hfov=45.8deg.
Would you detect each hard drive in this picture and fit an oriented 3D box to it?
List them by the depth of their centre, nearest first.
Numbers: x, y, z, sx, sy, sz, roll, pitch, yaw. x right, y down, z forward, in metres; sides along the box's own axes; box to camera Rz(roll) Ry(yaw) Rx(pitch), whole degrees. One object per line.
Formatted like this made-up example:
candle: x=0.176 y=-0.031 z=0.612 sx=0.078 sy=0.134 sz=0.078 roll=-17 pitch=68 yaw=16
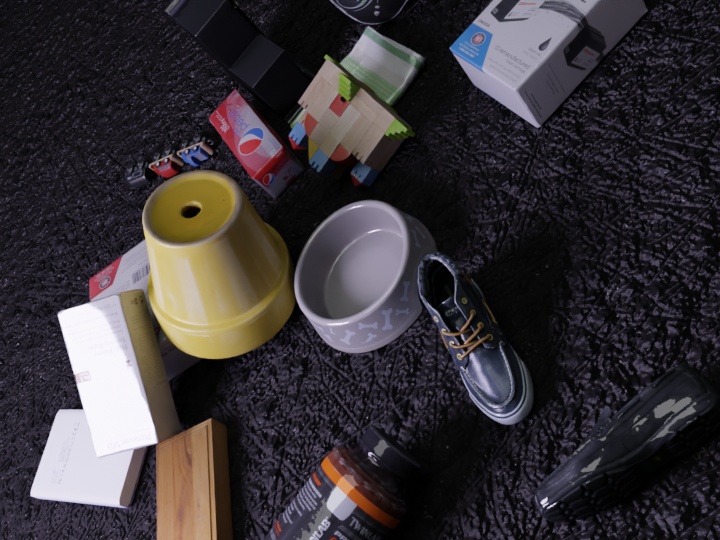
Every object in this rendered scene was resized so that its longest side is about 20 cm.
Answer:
hard drive: x=-0.389 y=0.269 z=1.236 sx=0.197 sy=0.025 sz=0.134 roll=-6 pitch=61 yaw=34

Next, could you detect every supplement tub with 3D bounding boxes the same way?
supplement tub: x=-0.022 y=0.266 z=0.910 sx=0.201 sy=0.107 sz=0.107 roll=-53 pitch=46 yaw=-2

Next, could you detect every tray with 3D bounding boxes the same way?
tray: x=-0.212 y=0.300 z=1.079 sx=0.098 sy=0.037 sz=0.202 roll=-27 pitch=50 yaw=21

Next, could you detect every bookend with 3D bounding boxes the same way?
bookend: x=-0.178 y=-0.349 z=1.335 sx=0.092 sy=0.200 sz=0.199 roll=-48 pitch=46 yaw=1

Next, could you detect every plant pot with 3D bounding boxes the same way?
plant pot: x=-0.194 y=-0.020 z=1.110 sx=0.197 sy=0.190 sz=0.203 roll=-5 pitch=51 yaw=6

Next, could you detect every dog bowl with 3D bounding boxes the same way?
dog bowl: x=0.000 y=0.000 z=1.089 sx=0.198 sy=0.059 sz=0.203 roll=-18 pitch=55 yaw=26

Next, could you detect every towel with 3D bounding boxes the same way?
towel: x=-0.009 y=-0.264 z=1.275 sx=0.201 sy=0.031 sz=0.149 roll=-50 pitch=45 yaw=1

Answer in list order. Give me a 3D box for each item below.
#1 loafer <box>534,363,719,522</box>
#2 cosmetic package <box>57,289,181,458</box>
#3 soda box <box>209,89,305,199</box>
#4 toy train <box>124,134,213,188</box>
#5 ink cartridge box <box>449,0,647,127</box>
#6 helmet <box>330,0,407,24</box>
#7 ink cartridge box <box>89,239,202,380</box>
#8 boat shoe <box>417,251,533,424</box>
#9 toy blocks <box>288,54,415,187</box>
loafer: x=0.246 y=0.164 z=0.804 sx=0.199 sy=0.068 sz=0.071 roll=-37 pitch=40 yaw=6
cosmetic package: x=-0.320 y=0.136 z=1.137 sx=0.100 sy=0.074 sz=0.203 roll=-16 pitch=90 yaw=15
soda box: x=-0.164 y=-0.200 z=1.328 sx=0.070 sy=0.063 sz=0.200 roll=-44 pitch=47 yaw=5
toy train: x=-0.331 y=-0.183 z=1.462 sx=0.198 sy=0.034 sz=0.047 roll=-17 pitch=58 yaw=28
ink cartridge box: x=0.236 y=-0.306 z=1.081 sx=0.200 sy=0.084 sz=0.145 roll=-47 pitch=46 yaw=3
helmet: x=0.033 y=-0.496 z=1.288 sx=0.190 sy=0.198 sz=0.203 roll=-33 pitch=46 yaw=38
ink cartridge box: x=-0.319 y=0.070 z=1.264 sx=0.146 sy=0.083 sz=0.202 roll=-31 pitch=50 yaw=16
boat shoe: x=0.118 y=0.072 z=0.934 sx=0.070 sy=0.091 sz=0.202 roll=-35 pitch=48 yaw=13
toy blocks: x=-0.026 y=-0.193 z=1.195 sx=0.200 sy=0.099 sz=0.137 roll=45 pitch=107 yaw=27
